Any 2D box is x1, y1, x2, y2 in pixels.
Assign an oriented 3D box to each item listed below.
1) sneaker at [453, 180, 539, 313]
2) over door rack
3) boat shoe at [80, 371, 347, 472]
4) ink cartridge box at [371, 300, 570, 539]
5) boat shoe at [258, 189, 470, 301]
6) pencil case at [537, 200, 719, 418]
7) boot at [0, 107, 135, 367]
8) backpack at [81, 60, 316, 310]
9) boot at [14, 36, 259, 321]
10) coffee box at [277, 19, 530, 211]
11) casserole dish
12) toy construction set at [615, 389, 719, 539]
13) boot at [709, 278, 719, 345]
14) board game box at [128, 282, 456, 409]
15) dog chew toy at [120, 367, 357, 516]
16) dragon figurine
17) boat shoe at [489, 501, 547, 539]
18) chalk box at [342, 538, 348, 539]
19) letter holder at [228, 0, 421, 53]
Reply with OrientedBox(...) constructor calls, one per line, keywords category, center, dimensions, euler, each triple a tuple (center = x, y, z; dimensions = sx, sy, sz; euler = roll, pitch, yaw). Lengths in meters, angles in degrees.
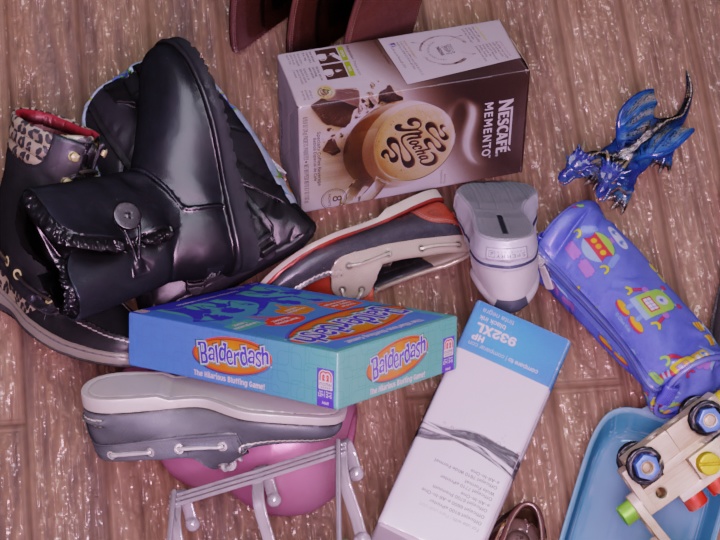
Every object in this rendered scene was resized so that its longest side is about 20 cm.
OrientedBox(category="sneaker", center=(0.111, -0.023, 1.589), dimensions=(0.072, 0.200, 0.071), euler=(2, 109, 4))
OrientedBox(category="over door rack", center=(-0.071, 0.199, 1.347), dimensions=(0.147, 0.200, 0.067), euler=(-19, 109, 10))
OrientedBox(category="boat shoe", center=(-0.107, 0.114, 1.428), dimensions=(0.198, 0.062, 0.073), euler=(2, 20, 7))
OrientedBox(category="ink cartridge box", center=(0.079, 0.148, 1.501), dimensions=(0.083, 0.145, 0.201), euler=(24, 65, 4))
OrientedBox(category="boat shoe", center=(0.000, 0.000, 1.602), dimensions=(0.199, 0.071, 0.063), euler=(-26, 74, -22))
OrientedBox(category="pencil case", center=(0.216, 0.031, 1.588), dimensions=(0.086, 0.078, 0.200), euler=(-19, 56, -32))
OrientedBox(category="boot", center=(-0.224, -0.026, 1.509), dimensions=(0.203, 0.155, 0.073), euler=(28, 20, 32))
OrientedBox(category="backpack", center=(-0.151, -0.074, 1.583), dimensions=(0.163, 0.154, 0.201), euler=(-30, 88, -9))
OrientedBox(category="boot", center=(-0.180, -0.072, 1.455), dimensions=(0.167, 0.076, 0.201), euler=(-13, 81, -29))
OrientedBox(category="coffee box", center=(0.035, -0.131, 1.627), dimensions=(0.199, 0.114, 0.080), euler=(-11, 43, -11))
OrientedBox(category="casserole dish", center=(0.224, 0.204, 1.554), dimensions=(0.120, 0.039, 0.201), euler=(20, 66, 2))
OrientedBox(category="toy construction set", center=(0.278, 0.171, 1.512), dimensions=(0.200, 0.092, 0.131), euler=(-37, 95, -18))
OrientedBox(category="boot", center=(0.383, 0.011, 1.643), dimensions=(0.180, 0.073, 0.201), euler=(0, 59, 8))
OrientedBox(category="board game box", center=(-0.050, 0.053, 1.446), dimensions=(0.199, 0.152, 0.045), euler=(9, 104, 35))
OrientedBox(category="dog chew toy", center=(-0.105, 0.120, 1.509), dimensions=(0.199, 0.125, 0.125), euler=(11, 65, 7))
OrientedBox(category="dragon figurine", center=(0.245, -0.114, 1.665), dimensions=(0.200, 0.100, 0.059), euler=(-40, 77, -21))
OrientedBox(category="boat shoe", center=(0.112, 0.274, 1.489), dimensions=(0.072, 0.072, 0.201), euler=(16, 65, 0))
OrientedBox(category="chalk box", center=(-0.054, 0.293, 1.432), dimensions=(0.125, 0.124, 0.200), euler=(39, 66, 11))
OrientedBox(category="letter holder", center=(-0.028, -0.234, 1.627), dimensions=(0.142, 0.200, 0.101), euler=(-37, 75, -20))
